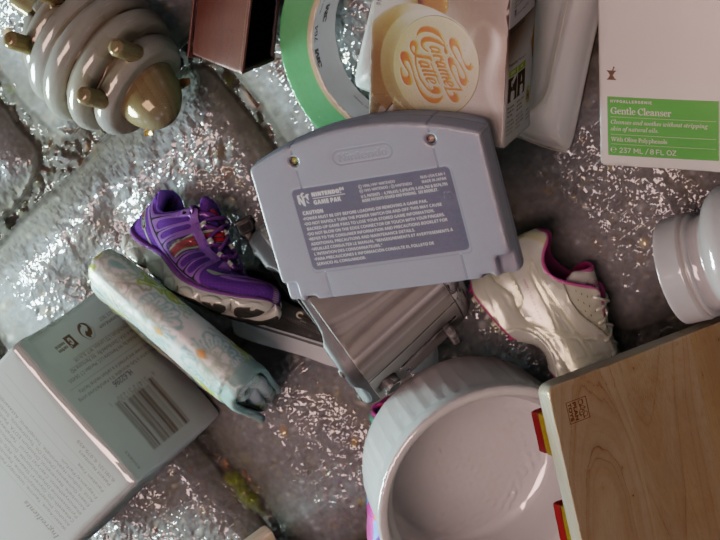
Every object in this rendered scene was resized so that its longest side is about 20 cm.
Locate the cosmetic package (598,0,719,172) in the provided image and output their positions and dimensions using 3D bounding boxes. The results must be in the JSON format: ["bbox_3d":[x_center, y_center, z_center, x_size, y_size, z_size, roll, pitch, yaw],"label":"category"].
[{"bbox_3d":[0.241,-0.185,1.442,0.107,0.085,0.202,4,110,26],"label":"cosmetic package"}]

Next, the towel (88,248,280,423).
[{"bbox_3d":[-0.152,0.063,1.652,0.171,0.200,0.048,36,83,9],"label":"towel"}]

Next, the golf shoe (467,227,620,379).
[{"bbox_3d":[0.181,0.051,1.558,0.200,0.075,0.092,44,102,-4],"label":"golf shoe"}]

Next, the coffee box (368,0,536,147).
[{"bbox_3d":[0.072,-0.205,1.427,0.113,0.080,0.202,10,112,20],"label":"coffee box"}]

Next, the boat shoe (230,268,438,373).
[{"bbox_3d":[-0.025,0.044,1.651,0.198,0.069,0.057,12,112,23],"label":"boat shoe"}]

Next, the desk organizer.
[{"bbox_3d":[-0.082,-0.265,1.543,0.077,0.071,0.202,26,114,46],"label":"desk organizer"}]

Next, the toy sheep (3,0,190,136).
[{"bbox_3d":[-0.230,-0.187,1.629,0.200,0.137,0.139,41,119,19],"label":"toy sheep"}]

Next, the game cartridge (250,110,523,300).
[{"bbox_3d":[0.018,-0.052,1.444,0.198,0.041,0.134,-7,112,26],"label":"game cartridge"}]

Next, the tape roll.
[{"bbox_3d":[0.033,-0.185,1.525,0.198,0.048,0.203,8,110,22],"label":"tape roll"}]

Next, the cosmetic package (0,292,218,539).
[{"bbox_3d":[-0.275,0.157,1.745,0.167,0.167,0.200,47,119,2],"label":"cosmetic package"}]

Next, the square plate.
[{"bbox_3d":[0.096,-0.213,1.530,0.196,0.028,0.202,19,114,17],"label":"square plate"}]

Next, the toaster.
[{"bbox_3d":[0.000,0.000,1.572,0.129,0.114,0.201,-36,68,-2],"label":"toaster"}]

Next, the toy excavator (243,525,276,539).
[{"bbox_3d":[-0.023,0.333,1.715,0.201,0.099,0.194,62,162,-16],"label":"toy excavator"}]

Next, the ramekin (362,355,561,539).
[{"bbox_3d":[0.097,0.169,1.572,0.198,0.098,0.203,-6,113,-15],"label":"ramekin"}]

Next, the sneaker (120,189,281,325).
[{"bbox_3d":[-0.136,-0.017,1.642,0.199,0.080,0.084,32,96,42],"label":"sneaker"}]

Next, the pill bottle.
[{"bbox_3d":[0.329,-0.025,1.440,0.198,0.112,0.113,-17,100,28],"label":"pill bottle"}]

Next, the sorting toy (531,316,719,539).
[{"bbox_3d":[0.237,0.153,1.514,0.069,0.197,0.202,10,116,65],"label":"sorting toy"}]

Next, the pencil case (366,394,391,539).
[{"bbox_3d":[0.039,0.206,1.669,0.088,0.088,0.202,12,111,20],"label":"pencil case"}]
